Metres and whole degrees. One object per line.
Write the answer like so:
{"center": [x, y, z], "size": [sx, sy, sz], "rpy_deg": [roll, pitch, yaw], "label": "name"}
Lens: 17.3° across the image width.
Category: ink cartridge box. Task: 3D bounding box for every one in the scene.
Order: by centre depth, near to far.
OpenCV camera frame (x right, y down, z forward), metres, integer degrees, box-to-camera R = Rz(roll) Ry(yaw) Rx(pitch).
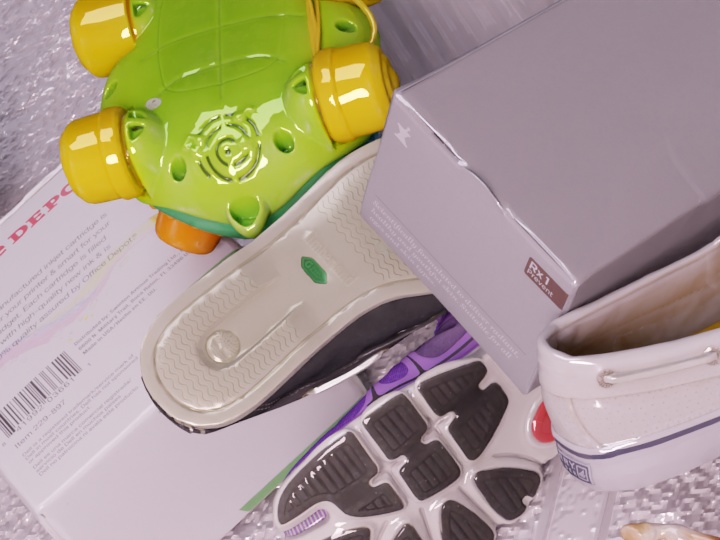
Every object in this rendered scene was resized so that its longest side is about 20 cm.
{"center": [-0.112, 0.041, 1.080], "size": [0.145, 0.088, 0.200], "rpy_deg": [-43, 39, -8], "label": "ink cartridge box"}

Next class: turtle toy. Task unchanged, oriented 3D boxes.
{"center": [-0.046, -0.085, 1.028], "size": [0.146, 0.101, 0.200], "rpy_deg": [-13, 47, 12], "label": "turtle toy"}

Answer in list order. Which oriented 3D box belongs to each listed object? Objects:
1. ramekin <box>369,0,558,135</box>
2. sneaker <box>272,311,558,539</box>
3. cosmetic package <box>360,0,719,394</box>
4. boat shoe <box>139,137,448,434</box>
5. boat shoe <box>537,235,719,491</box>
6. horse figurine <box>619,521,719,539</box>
{"center": [0.027, -0.173, 1.176], "size": [0.200, 0.105, 0.200], "rpy_deg": [-23, 38, 20], "label": "ramekin"}
{"center": [0.046, 0.052, 0.964], "size": [0.200, 0.081, 0.083], "rpy_deg": [-38, 21, -15], "label": "sneaker"}
{"center": [0.109, -0.052, 0.911], "size": [0.200, 0.090, 0.107], "rpy_deg": [-30, 67, -25], "label": "cosmetic package"}
{"center": [0.000, 0.000, 0.961], "size": [0.200, 0.068, 0.072], "rpy_deg": [-33, 75, -8], "label": "boat shoe"}
{"center": [0.153, 0.004, 0.835], "size": [0.200, 0.070, 0.071], "rpy_deg": [-24, 30, -5], "label": "boat shoe"}
{"center": [0.156, 0.073, 0.840], "size": [0.132, 0.050, 0.200], "rpy_deg": [-10, 33, 7], "label": "horse figurine"}
